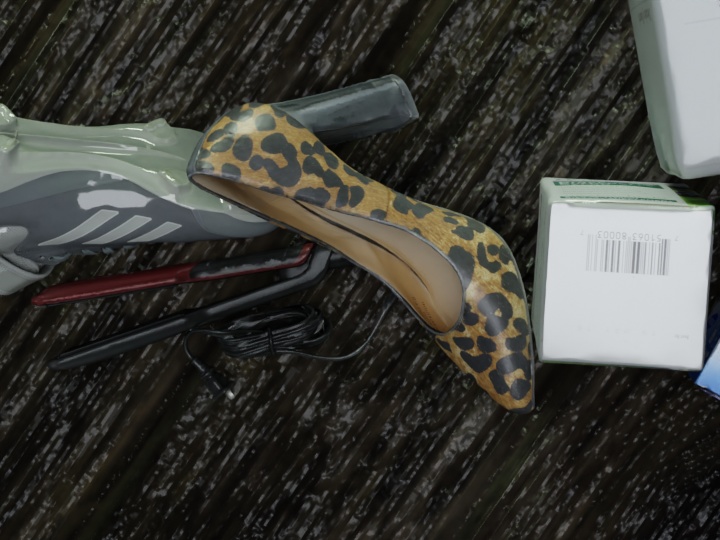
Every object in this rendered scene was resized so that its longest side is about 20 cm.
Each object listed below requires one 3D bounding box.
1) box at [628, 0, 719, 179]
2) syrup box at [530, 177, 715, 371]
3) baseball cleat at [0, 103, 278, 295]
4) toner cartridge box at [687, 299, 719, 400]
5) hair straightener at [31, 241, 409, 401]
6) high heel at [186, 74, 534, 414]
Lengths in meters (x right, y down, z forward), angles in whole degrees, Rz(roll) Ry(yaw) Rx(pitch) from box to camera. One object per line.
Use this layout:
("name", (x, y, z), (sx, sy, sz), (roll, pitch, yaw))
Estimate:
("box", (0.234, -0.144, 1.414), (0.199, 0.200, 0.172), (-10, 92, 3))
("syrup box", (0.127, -0.002, 1.430), (0.079, 0.200, 0.082), (3, 96, 2))
("baseball cleat", (-0.141, -0.032, 1.517), (0.200, 0.070, 0.107), (11, 129, -11))
("toner cartridge box", (0.266, 0.084, 1.483), (0.200, 0.095, 0.043), (29, 94, 0))
("hair straightener", (-0.071, 0.029, 1.529), (0.200, 0.041, 0.077), (-11, 94, -1))
("high heel", (0.000, 0.000, 1.461), (0.142, 0.071, 0.200), (-18, 73, -36))
